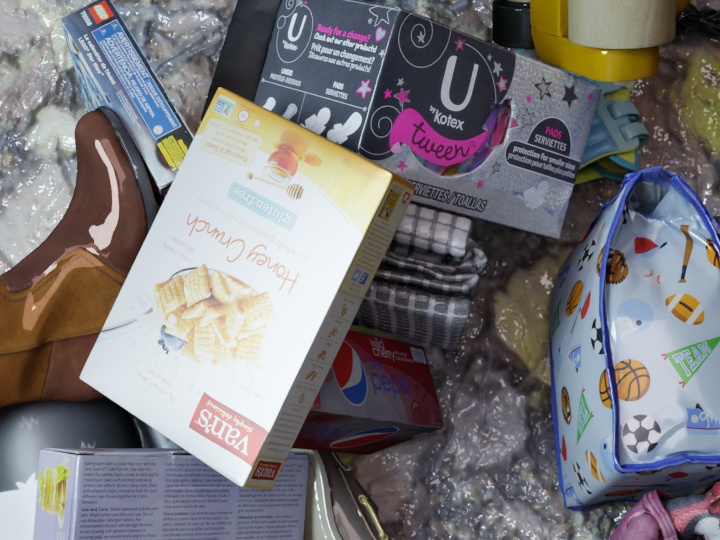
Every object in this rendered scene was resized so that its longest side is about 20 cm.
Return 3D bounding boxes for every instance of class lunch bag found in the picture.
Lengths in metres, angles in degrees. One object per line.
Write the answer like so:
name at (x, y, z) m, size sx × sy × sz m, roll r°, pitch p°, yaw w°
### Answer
lunch bag at (0.195, 0.049, 0.994) m, size 0.122 × 0.170 × 0.203 m, roll -4°, pitch 72°, yaw -8°

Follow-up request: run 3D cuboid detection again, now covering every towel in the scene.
towel at (0.000, 0.000, 0.991) m, size 0.163 × 0.200 × 0.087 m, roll 14°, pitch 85°, yaw 4°

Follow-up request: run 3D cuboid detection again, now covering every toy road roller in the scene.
toy road roller at (0.180, -0.213, 0.989) m, size 0.144 × 0.200 × 0.125 m, roll -10°, pitch 112°, yaw -17°

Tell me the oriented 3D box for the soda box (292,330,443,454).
soda box at (-0.022, 0.080, 0.966) m, size 0.069 × 0.199 × 0.064 m, roll -21°, pitch 71°, yaw 24°

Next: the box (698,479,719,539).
box at (0.343, 0.201, 1.015) m, size 0.160 × 0.044 × 0.201 m, roll -38°, pitch 76°, yaw -10°

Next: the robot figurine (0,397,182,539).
robot figurine at (-0.205, 0.136, 0.991) m, size 0.149 × 0.125 × 0.202 m, roll -11°, pitch 71°, yaw -31°

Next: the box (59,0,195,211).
box at (-0.149, -0.083, 1.016) m, size 0.040 × 0.200 × 0.138 m, roll -29°, pitch 75°, yaw -12°

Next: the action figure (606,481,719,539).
action figure at (0.177, 0.205, 0.967) m, size 0.201 × 0.133 × 0.149 m, roll -51°, pitch 52°, yaw 13°

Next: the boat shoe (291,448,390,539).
boat shoe at (-0.015, 0.182, 1.009) m, size 0.059 × 0.072 × 0.201 m, roll 0°, pitch 52°, yaw -42°

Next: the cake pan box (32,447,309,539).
cake pan box at (-0.118, 0.207, 0.931) m, size 0.198 × 0.052 × 0.187 m, roll 6°, pitch 87°, yaw -43°

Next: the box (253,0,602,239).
box at (0.045, -0.105, 0.974) m, size 0.198 × 0.131 × 0.116 m, roll 11°, pitch 97°, yaw -40°

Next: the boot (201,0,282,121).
boot at (-0.024, -0.181, 1.116) m, size 0.162 × 0.066 × 0.203 m, roll 11°, pitch 70°, yaw 12°

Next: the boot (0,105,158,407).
boot at (-0.227, 0.002, 0.902) m, size 0.197 × 0.068 × 0.191 m, roll -10°, pitch 110°, yaw -26°

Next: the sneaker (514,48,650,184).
sneaker at (0.194, -0.145, 1.104) m, size 0.200 × 0.080 × 0.131 m, roll -44°, pitch 76°, yaw -3°

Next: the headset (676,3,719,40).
headset at (0.316, -0.144, 1.082) m, size 0.093 × 0.124 × 0.201 m, roll 9°, pitch 31°, yaw -37°

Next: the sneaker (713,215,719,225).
sneaker at (0.298, 0.026, 1.038) m, size 0.090 × 0.078 × 0.201 m, roll -26°, pitch 58°, yaw -20°

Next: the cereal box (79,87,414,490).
cereal box at (-0.070, 0.009, 0.868) m, size 0.143 × 0.039 × 0.202 m, roll 27°, pitch 92°, yaw 30°
